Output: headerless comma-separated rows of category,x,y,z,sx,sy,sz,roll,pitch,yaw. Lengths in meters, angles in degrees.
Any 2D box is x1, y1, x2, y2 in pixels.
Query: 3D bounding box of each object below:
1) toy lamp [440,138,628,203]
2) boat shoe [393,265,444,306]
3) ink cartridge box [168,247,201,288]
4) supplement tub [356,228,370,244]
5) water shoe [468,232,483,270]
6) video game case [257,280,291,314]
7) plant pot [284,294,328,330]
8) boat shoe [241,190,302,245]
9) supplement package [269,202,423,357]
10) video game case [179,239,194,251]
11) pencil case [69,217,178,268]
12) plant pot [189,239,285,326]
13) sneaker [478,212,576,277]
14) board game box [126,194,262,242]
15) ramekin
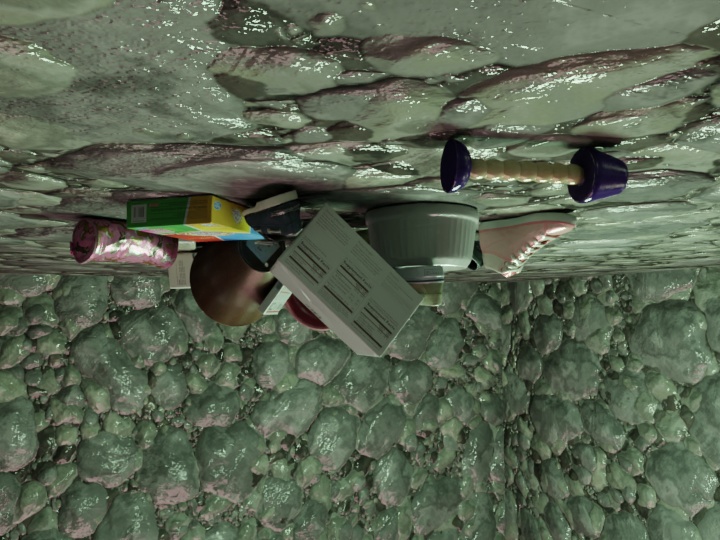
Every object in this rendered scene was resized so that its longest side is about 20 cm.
toy lamp,0.179,-0.100,0.630,0.193,0.061,0.058,3,176,-12
boat shoe,0.078,0.029,1.016,0.069,0.065,0.199,1,176,-15
ink cartridge box,-0.349,-0.011,1.507,0.193,0.088,0.144,-2,-173,17
supplement tub,0.000,0.000,1.168,0.142,0.151,0.197,-4,-174,44
water shoe,0.250,-0.040,1.342,0.195,0.082,0.071,2,176,-34
video game case,-0.121,-0.002,1.196,0.017,0.202,0.143,36,178,4
plant pot,-0.075,0.019,1.478,0.193,0.208,0.179,-1,-168,12
boat shoe,-0.125,-0.071,0.912,0.073,0.064,0.199,-18,-176,-24
supplement package,-0.027,0.020,0.939,0.200,0.111,0.156,44,167,-6
video game case,-0.463,-0.063,1.363,0.193,0.024,0.182,0,176,-14
pencil case,-0.434,-0.049,1.151,0.082,0.089,0.198,34,-166,29
plant pot,-0.217,-0.012,1.188,0.181,0.194,0.199,2,161,-28
sneaker,0.300,-0.044,1.119,0.074,0.109,0.197,5,172,-42
board game box,-0.252,-0.080,0.996,0.148,0.042,0.199,-2,176,18
ramekin,0.105,-0.051,1.056,0.194,0.098,0.202,-1,176,0
